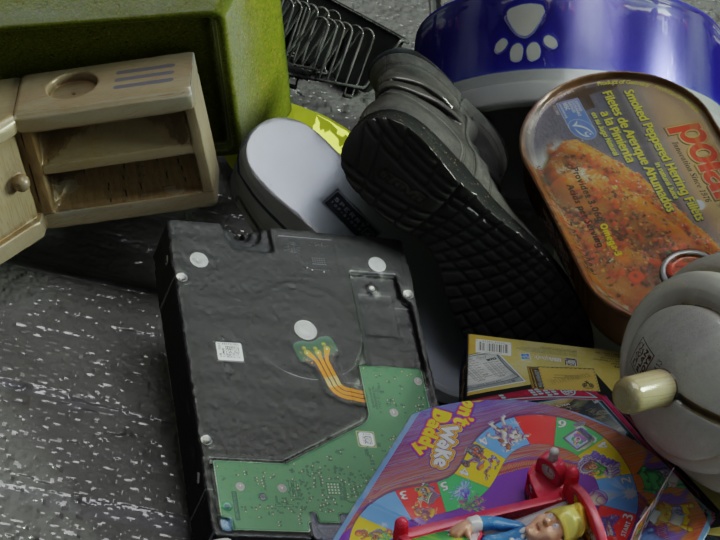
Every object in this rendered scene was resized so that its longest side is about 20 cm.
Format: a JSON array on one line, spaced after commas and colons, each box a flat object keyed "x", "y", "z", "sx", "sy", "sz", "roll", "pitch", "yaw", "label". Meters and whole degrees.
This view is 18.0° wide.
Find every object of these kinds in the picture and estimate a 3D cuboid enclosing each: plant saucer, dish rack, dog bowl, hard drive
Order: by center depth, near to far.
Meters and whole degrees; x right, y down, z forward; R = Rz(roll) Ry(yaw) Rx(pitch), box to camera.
[{"x": -0.029, "y": 0.065, "z": 1.190, "sx": 0.139, "sy": 0.038, "sz": 0.200, "roll": 4, "pitch": 50, "yaw": -21, "label": "hard drive"}, {"x": -0.142, "y": -0.119, "z": 1.296, "sx": 0.199, "sy": 0.200, "sz": 0.048, "roll": -4, "pitch": 59, "yaw": 0, "label": "plant saucer"}, {"x": 0.130, "y": -0.108, "z": 1.427, "sx": 0.200, "sy": 0.200, "sz": 0.079, "roll": 7, "pitch": 74, "yaw": -17, "label": "dog bowl"}, {"x": -0.067, "y": -0.170, "z": 1.507, "sx": 0.153, "sy": 0.055, "sz": 0.200, "roll": 29, "pitch": 10, "yaw": 16, "label": "dish rack"}]

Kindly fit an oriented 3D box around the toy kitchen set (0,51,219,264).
[{"x": -0.179, "y": -0.057, "z": 1.175, "sx": 0.180, "sy": 0.163, "sz": 0.200, "roll": -8, "pitch": 34, "yaw": 4, "label": "toy kitchen set"}]

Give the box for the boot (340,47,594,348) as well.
[{"x": 0.072, "y": -0.035, "z": 1.297, "sx": 0.200, "sy": 0.070, "sz": 0.132, "roll": 54, "pitch": 22, "yaw": -14, "label": "boot"}]

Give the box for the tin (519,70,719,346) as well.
[{"x": 0.159, "y": -0.032, "z": 1.249, "sx": 0.112, "sy": 0.042, "sz": 0.200, "roll": -18, "pitch": 48, "yaw": -4, "label": "tin"}]

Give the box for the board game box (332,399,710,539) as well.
[{"x": 0.070, "y": 0.125, "z": 1.064, "sx": 0.158, "sy": 0.039, "sz": 0.200, "roll": 22, "pitch": 49, "yaw": 16, "label": "board game box"}]

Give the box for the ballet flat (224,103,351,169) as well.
[{"x": -0.008, "y": -0.045, "z": 1.392, "sx": 0.200, "sy": 0.067, "sz": 0.067, "roll": 26, "pitch": 35, "yaw": 9, "label": "ballet flat"}]

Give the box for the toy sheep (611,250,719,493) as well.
[{"x": 0.194, "y": 0.050, "z": 1.100, "sx": 0.200, "sy": 0.138, "sz": 0.138, "roll": -1, "pitch": 35, "yaw": -47, "label": "toy sheep"}]

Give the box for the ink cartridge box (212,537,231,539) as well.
[{"x": -0.117, "y": 0.202, "z": 0.988, "sx": 0.200, "sy": 0.050, "sz": 0.162, "roll": -10, "pitch": 41, "yaw": -25, "label": "ink cartridge box"}]

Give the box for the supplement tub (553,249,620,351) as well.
[{"x": 0.229, "y": -0.002, "z": 1.370, "sx": 0.200, "sy": 0.141, "sz": 0.140, "roll": -10, "pitch": 41, "yaw": -37, "label": "supplement tub"}]

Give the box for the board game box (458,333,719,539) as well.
[{"x": 0.149, "y": 0.098, "z": 1.164, "sx": 0.199, "sy": 0.035, "sz": 0.136, "roll": 7, "pitch": 38, "yaw": -1, "label": "board game box"}]

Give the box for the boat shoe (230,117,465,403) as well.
[{"x": 0.000, "y": 0.000, "z": 1.319, "sx": 0.074, "sy": 0.065, "sz": 0.200, "roll": -32, "pitch": 79, "yaw": -30, "label": "boat shoe"}]
